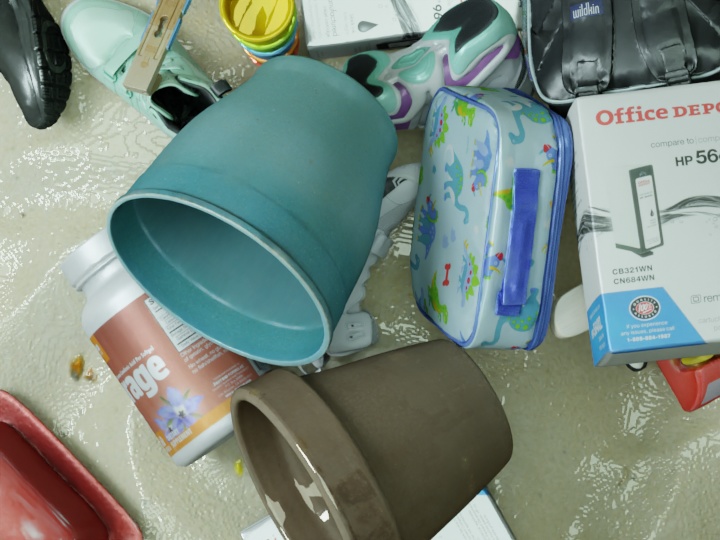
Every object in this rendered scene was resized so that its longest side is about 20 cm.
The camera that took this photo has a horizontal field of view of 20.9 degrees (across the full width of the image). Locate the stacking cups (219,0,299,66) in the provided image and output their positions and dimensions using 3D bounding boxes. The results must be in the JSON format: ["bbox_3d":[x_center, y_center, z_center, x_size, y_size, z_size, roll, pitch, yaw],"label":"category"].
[{"bbox_3d":[-0.074,-0.196,1.605,0.060,0.200,0.061,0,84,4],"label":"stacking cups"}]

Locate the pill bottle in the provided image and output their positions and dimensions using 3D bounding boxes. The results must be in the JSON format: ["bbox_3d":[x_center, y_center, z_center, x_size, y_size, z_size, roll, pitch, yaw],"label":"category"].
[{"bbox_3d":[-0.163,0.055,1.641,0.112,0.112,0.200,-35,86,0],"label":"pill bottle"}]

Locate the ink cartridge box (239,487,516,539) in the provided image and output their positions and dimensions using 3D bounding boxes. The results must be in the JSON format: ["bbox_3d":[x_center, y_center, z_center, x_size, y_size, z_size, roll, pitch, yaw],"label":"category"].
[{"bbox_3d":[0.020,0.232,1.638,0.199,0.086,0.147,-30,86,1],"label":"ink cartridge box"}]

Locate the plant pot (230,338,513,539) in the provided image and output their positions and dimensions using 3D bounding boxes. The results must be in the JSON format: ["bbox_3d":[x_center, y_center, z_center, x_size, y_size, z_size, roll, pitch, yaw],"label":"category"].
[{"bbox_3d":[0.020,0.140,1.523,0.174,0.200,0.201,-28,86,-17],"label":"plant pot"}]

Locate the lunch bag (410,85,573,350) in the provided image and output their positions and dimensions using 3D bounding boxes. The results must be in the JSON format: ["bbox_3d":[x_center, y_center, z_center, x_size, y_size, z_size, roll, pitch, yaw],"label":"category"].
[{"bbox_3d":[0.104,-0.041,1.556,0.082,0.161,0.201,1,103,-19],"label":"lunch bag"}]

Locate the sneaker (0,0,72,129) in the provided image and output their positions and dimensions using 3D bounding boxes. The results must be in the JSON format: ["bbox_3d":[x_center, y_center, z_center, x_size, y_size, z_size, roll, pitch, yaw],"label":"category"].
[{"bbox_3d":[-0.311,-0.212,1.688,0.090,0.076,0.201,-20,80,11],"label":"sneaker"}]

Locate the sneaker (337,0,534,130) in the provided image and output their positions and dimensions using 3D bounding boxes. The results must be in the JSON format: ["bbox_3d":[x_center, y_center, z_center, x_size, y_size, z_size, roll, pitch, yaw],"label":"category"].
[{"bbox_3d":[0.061,-0.132,1.650,0.199,0.140,0.078,-23,43,18],"label":"sneaker"}]

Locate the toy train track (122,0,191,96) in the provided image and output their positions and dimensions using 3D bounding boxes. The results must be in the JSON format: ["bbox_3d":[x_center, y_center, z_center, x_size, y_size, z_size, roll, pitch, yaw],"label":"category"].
[{"bbox_3d":[-0.144,-0.232,1.613,0.114,0.033,0.201,16,73,20],"label":"toy train track"}]

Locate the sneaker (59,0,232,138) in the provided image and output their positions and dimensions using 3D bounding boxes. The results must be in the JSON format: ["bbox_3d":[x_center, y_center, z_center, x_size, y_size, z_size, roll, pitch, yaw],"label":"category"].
[{"bbox_3d":[-0.178,-0.172,1.650,0.200,0.118,0.074,38,91,5],"label":"sneaker"}]

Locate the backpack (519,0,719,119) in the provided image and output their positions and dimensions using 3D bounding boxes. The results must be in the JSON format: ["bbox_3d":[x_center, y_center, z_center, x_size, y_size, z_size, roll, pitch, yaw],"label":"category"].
[{"bbox_3d":[0.219,-0.225,1.570,0.177,0.150,0.201,-10,81,17],"label":"backpack"}]

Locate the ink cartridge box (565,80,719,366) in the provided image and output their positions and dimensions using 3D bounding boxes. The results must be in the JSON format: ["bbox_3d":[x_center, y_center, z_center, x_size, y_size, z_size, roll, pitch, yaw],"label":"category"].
[{"bbox_3d":[0.240,-0.037,1.487,0.145,0.084,0.201,-7,80,-1],"label":"ink cartridge box"}]

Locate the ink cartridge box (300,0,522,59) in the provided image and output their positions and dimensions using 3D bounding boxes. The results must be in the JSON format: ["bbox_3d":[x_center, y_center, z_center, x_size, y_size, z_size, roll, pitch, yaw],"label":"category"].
[{"bbox_3d":[0.046,-0.254,1.670,0.199,0.068,0.117,-8,87,1],"label":"ink cartridge box"}]

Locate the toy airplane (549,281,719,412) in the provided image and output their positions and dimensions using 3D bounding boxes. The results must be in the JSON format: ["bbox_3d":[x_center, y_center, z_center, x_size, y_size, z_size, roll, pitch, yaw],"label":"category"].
[{"bbox_3d":[0.265,0.000,1.578,0.199,0.141,0.201,29,89,-32],"label":"toy airplane"}]

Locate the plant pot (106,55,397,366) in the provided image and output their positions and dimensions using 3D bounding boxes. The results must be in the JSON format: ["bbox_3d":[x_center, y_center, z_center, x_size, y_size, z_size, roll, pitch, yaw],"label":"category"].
[{"bbox_3d":[-0.068,-0.059,1.545,0.200,0.200,0.188,31,61,3],"label":"plant pot"}]

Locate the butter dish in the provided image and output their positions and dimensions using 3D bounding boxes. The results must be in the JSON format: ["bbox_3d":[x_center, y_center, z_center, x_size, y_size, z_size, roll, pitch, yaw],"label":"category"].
[{"bbox_3d":[-0.316,0.228,1.621,0.199,0.148,0.200,-44,86,-1],"label":"butter dish"}]

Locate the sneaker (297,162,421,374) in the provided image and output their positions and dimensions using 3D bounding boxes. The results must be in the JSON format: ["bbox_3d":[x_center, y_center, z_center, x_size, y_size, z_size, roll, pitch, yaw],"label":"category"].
[{"bbox_3d":[0.000,0.000,1.659,0.200,0.075,0.115,-35,87,5],"label":"sneaker"}]
